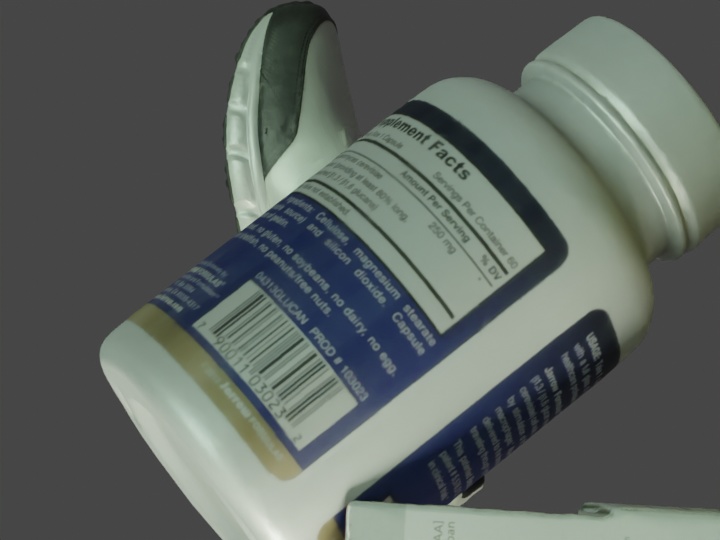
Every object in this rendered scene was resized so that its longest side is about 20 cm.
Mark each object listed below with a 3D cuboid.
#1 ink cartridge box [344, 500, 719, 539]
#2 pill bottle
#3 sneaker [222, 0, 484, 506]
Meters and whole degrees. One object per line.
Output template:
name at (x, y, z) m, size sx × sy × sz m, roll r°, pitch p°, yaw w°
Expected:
ink cartridge box at (0.072, 0.173, 0.849) m, size 0.173 × 0.044 × 0.201 m, roll 4°, pitch 88°, yaw -9°
pill bottle at (0.024, 0.008, 0.880) m, size 0.200 × 0.111 × 0.111 m, roll -38°, pitch 61°, yaw -11°
sneaker at (0.000, 0.000, 0.974) m, size 0.080 × 0.074 × 0.201 m, roll -10°, pitch 84°, yaw 17°
